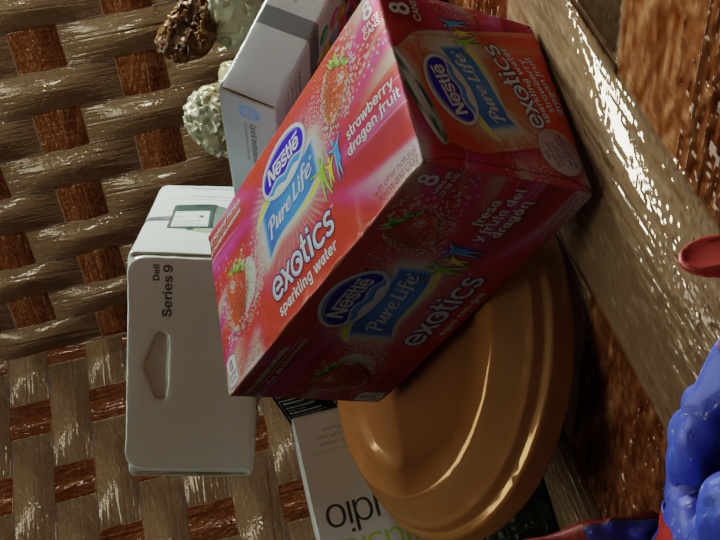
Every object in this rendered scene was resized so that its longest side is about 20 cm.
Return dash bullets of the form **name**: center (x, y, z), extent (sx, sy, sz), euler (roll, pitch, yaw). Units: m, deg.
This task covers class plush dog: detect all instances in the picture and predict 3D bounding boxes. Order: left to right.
- **plush dog**: center (-0.074, -0.204, 0.948), extent (0.159, 0.201, 0.172), euler (21, 156, 46)

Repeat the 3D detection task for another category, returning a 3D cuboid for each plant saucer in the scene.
- **plant saucer**: center (0.039, 0.044, 0.607), extent (0.199, 0.037, 0.204), euler (-21, 66, 58)

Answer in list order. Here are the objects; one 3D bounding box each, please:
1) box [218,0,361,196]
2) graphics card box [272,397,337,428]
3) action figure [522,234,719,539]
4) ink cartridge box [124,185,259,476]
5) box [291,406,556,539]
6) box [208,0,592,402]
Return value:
- **box**: center (-0.029, -0.153, 0.729), extent (0.156, 0.041, 0.202), euler (96, -165, -68)
- **graphics card box**: center (-0.020, 0.096, 0.911), extent (0.127, 0.050, 0.201), euler (-95, -18, -44)
- **action figure**: center (0.094, 0.084, 0.383), extent (0.202, 0.097, 0.066), euler (82, 173, -45)
- **ink cartridge box**: center (-0.108, 0.034, 0.771), extent (0.200, 0.082, 0.149), euler (-104, 16, -73)
- **box**: center (0.047, 0.171, 0.674), extent (0.036, 0.142, 0.203), euler (93, 163, -68)
- **box**: center (0.007, -0.025, 0.545), extent (0.200, 0.094, 0.101), euler (-49, 44, 45)
